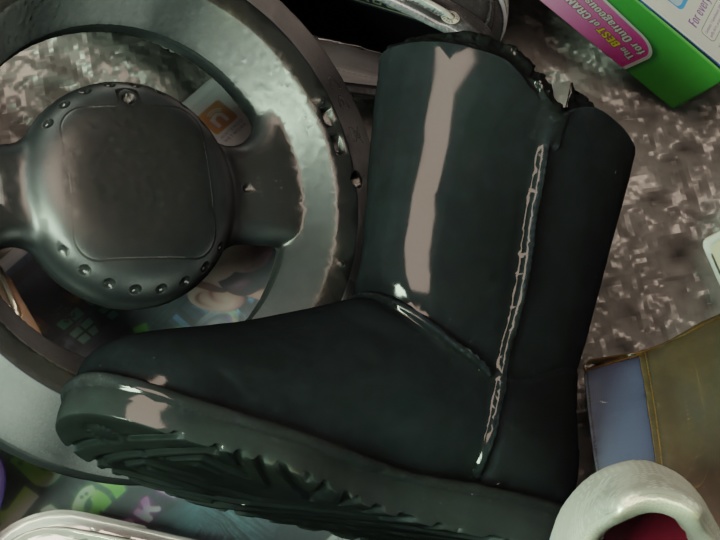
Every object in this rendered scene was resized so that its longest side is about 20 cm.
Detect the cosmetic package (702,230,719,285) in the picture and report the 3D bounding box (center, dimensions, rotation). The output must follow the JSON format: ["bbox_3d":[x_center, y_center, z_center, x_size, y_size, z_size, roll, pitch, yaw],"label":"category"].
[{"bbox_3d":[0.217,-0.005,0.883,0.199,0.071,0.106,-21,85,-40],"label":"cosmetic package"}]

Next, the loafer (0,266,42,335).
[{"bbox_3d":[-0.169,-0.025,0.949,0.062,0.072,0.201,-12,50,-19],"label":"loafer"}]

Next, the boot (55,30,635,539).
[{"bbox_3d":[0.000,0.000,0.871,0.199,0.076,0.169,17,71,-29],"label":"boot"}]

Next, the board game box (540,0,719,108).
[{"bbox_3d":[0.086,-0.183,1.008,0.200,0.040,0.153,38,62,-12],"label":"board game box"}]

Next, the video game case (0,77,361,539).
[{"bbox_3d":[-0.056,0.044,0.939,0.182,0.023,0.200,39,67,20],"label":"video game case"}]

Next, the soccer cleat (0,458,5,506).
[{"bbox_3d":[-0.179,0.140,0.854,0.076,0.067,0.200,39,74,25],"label":"soccer cleat"}]

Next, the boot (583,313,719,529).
[{"bbox_3d":[0.130,0.106,0.891,0.096,0.075,0.201,-10,60,16],"label":"boot"}]

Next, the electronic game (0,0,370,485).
[{"bbox_3d":[-0.082,-0.025,0.906,0.199,0.042,0.201,9,70,-24],"label":"electronic game"}]

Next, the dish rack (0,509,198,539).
[{"bbox_3d":[-0.048,0.170,0.838,0.199,0.044,0.173,12,72,6],"label":"dish rack"}]

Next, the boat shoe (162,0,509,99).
[{"bbox_3d":[-0.044,-0.104,0.992,0.199,0.072,0.068,14,39,0],"label":"boat shoe"}]

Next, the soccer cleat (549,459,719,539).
[{"bbox_3d":[0.083,0.159,0.809,0.069,0.086,0.202,-1,84,-3],"label":"soccer cleat"}]
